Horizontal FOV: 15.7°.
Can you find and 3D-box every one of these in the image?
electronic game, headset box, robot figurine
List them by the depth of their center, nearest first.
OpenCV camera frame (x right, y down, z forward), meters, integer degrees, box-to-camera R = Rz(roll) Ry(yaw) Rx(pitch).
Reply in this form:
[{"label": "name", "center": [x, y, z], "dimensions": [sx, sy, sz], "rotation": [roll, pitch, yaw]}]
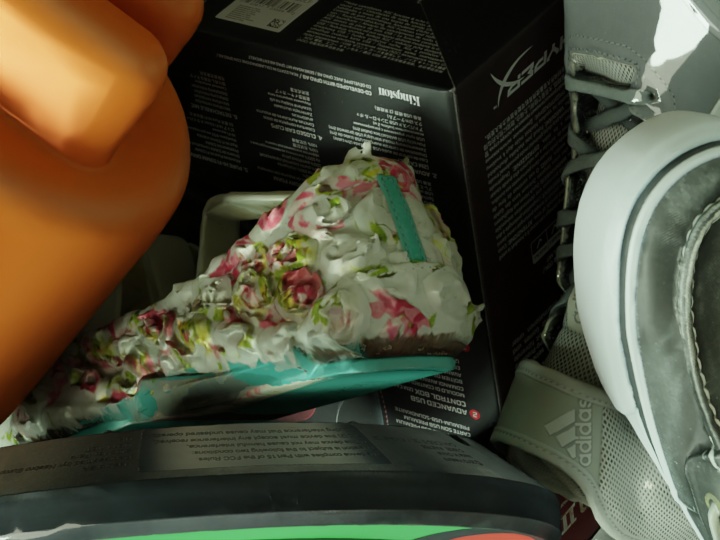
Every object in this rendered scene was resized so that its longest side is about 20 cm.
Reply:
[{"label": "electronic game", "center": [-0.047, 0.074, 0.682], "dimensions": [0.200, 0.200, 0.042], "rotation": [-21, 69, 49]}, {"label": "robot figurine", "center": [-0.122, -0.015, 0.696], "dimensions": [0.200, 0.117, 0.144], "rotation": [-48, 50, 29]}, {"label": "headset box", "center": [0.000, 0.000, 0.773], "dimensions": [0.148, 0.075, 0.200], "rotation": [16, 131, 34]}]

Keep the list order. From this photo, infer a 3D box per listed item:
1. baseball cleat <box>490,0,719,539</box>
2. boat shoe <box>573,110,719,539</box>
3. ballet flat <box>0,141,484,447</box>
[{"label": "baseball cleat", "center": [0.074, -0.004, 0.675], "dimensions": [0.070, 0.106, 0.200], "rotation": [19, 134, 58]}, {"label": "boat shoe", "center": [0.116, 0.051, 0.644], "dimensions": [0.200, 0.072, 0.071], "rotation": [63, 169, -28]}, {"label": "ballet flat", "center": [-0.040, 0.014, 0.721], "dimensions": [0.200, 0.076, 0.064], "rotation": [-20, 76, 46]}]
